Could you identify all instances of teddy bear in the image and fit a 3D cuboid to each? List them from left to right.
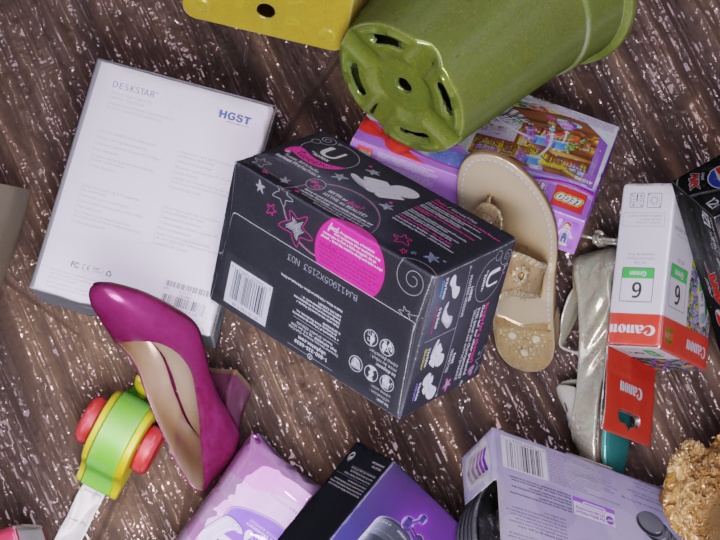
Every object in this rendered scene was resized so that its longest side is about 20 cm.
[{"bbox_3d":[0.307,0.164,1.408,0.200,0.067,0.146,-32,125,-30],"label":"teddy bear"}]

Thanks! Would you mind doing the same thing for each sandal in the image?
[{"bbox_3d":[0.116,0.011,1.396,0.077,0.212,0.070,2,39,22],"label":"sandal"}]

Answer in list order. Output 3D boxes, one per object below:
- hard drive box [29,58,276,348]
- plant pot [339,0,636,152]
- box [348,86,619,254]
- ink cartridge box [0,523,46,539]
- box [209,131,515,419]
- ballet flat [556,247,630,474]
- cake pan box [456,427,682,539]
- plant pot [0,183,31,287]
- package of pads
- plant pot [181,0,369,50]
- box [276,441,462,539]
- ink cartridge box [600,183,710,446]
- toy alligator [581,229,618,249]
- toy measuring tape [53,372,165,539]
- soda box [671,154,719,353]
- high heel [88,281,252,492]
[{"bbox_3d":[-0.168,-0.054,1.458,0.155,0.077,0.201,16,80,0],"label":"hard drive box"},{"bbox_3d":[0.085,-0.196,1.404,0.200,0.200,0.190,42,61,5],"label":"plant pot"},{"bbox_3d":[0.102,-0.100,1.451,0.199,0.039,0.137,20,42,7],"label":"box"},{"bbox_3d":[-0.330,0.299,1.374,0.199,0.084,0.145,-20,81,3],"label":"ink cartridge box"},{"bbox_3d":[0.000,0.000,1.364,0.200,0.115,0.133,31,124,29],"label":"box"},{"bbox_3d":[0.194,0.081,1.463,0.062,0.067,0.201,1,78,31],"label":"ballet flat"},{"bbox_3d":[0.168,0.229,1.346,0.199,0.052,0.185,21,42,-23],"label":"cake pan box"},{"bbox_3d":[-0.387,0.005,1.390,0.199,0.200,0.178,9,91,-1],"label":"plant pot"},{"bbox_3d":[-0.095,0.243,1.409,0.120,0.076,0.200,35,81,6],"label":"package of pads"},{"bbox_3d":[-0.054,-0.294,1.411,0.199,0.200,0.177,14,48,1],"label":"plant pot"},{"bbox_3d":[0.032,0.254,1.368,0.200,0.079,0.141,45,80,-22],"label":"box"},{"bbox_3d":[0.246,0.038,1.437,0.050,0.109,0.201,1,78,31],"label":"ink cartridge box"},{"bbox_3d":[0.128,-0.056,1.478,0.199,0.059,0.055,7,80,-1],"label":"toy alligator"},{"bbox_3d":[-0.212,0.167,1.421,0.073,0.074,0.201,27,80,3],"label":"toy measuring tape"},{"bbox_3d":[0.312,0.005,1.413,0.063,0.071,0.201,-28,125,-7],"label":"soda box"},{"bbox_3d":[-0.155,0.091,1.381,0.067,0.200,0.096,-4,56,40],"label":"high heel"}]
